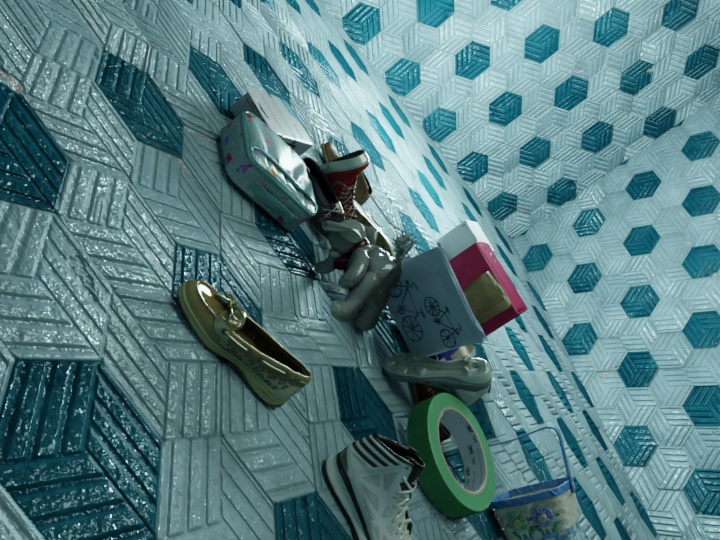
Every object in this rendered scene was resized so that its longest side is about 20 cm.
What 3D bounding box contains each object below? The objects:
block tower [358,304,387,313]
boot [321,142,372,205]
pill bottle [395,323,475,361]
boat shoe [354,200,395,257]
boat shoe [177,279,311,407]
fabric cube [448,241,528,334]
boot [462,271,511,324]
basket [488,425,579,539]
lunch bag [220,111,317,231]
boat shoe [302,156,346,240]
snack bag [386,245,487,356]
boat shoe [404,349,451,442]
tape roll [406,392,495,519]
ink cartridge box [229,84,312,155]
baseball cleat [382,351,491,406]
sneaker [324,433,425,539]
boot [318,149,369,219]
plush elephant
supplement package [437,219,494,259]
[{"bbox_3d":[0.000,0.000,1.416,0.054,0.057,0.203,36,28,-46],"label":"block tower"},{"bbox_3d":[-0.032,-0.239,1.719,0.073,0.075,0.203,20,39,-58],"label":"boot"},{"bbox_3d":[0.141,0.120,1.480,0.202,0.115,0.116,55,18,1],"label":"pill bottle"},{"bbox_3d":[0.021,-0.079,1.575,0.202,0.074,0.068,56,23,2],"label":"boat shoe"},{"bbox_3d":[-0.142,0.080,0.883,0.201,0.062,0.074,49,19,-21],"label":"boat shoe"},{"bbox_3d":[0.284,0.068,1.812,0.202,0.198,0.196,59,17,11],"label":"fabric cube"},{"bbox_3d":[0.262,0.126,1.648,0.176,0.198,0.067,49,19,-19],"label":"boot"},{"bbox_3d":[0.326,0.414,1.357,0.138,0.174,0.205,15,55,-58],"label":"basket"},{"bbox_3d":[-0.156,-0.170,1.260,0.199,0.076,0.163,39,24,-43],"label":"lunch bag"},{"bbox_3d":[-0.078,-0.139,1.410,0.202,0.065,0.058,60,-26,30],"label":"boat shoe"},{"bbox_3d":[0.120,0.058,1.281,0.021,0.198,0.192,-28,93,-40],"label":"snack bag"},{"bbox_3d":[0.137,0.224,1.362,0.070,0.069,0.203,39,26,-50],"label":"boat shoe"},{"bbox_3d":[0.157,0.314,1.223,0.199,0.048,0.204,37,38,-36],"label":"tape roll"},{"bbox_3d":[-0.182,-0.286,1.410,0.117,0.066,0.199,58,17,7],"label":"ink cartridge box"},{"bbox_3d":[0.138,0.203,1.294,0.070,0.194,0.109,-69,157,-54],"label":"baseball cleat"},{"bbox_3d":[0.046,0.302,0.906,0.203,0.114,0.075,59,18,8],"label":"sneaker"},{"bbox_3d":[-0.022,-0.158,1.445,0.199,0.071,0.148,-6,-74,64],"label":"boot"},{"bbox_3d":[-0.013,-0.018,1.257,0.154,0.202,0.164,37,9,23],"label":"plush elephant"},{"bbox_3d":[0.354,-0.083,2.391,0.123,0.119,0.199,60,18,10],"label":"supplement package"}]
